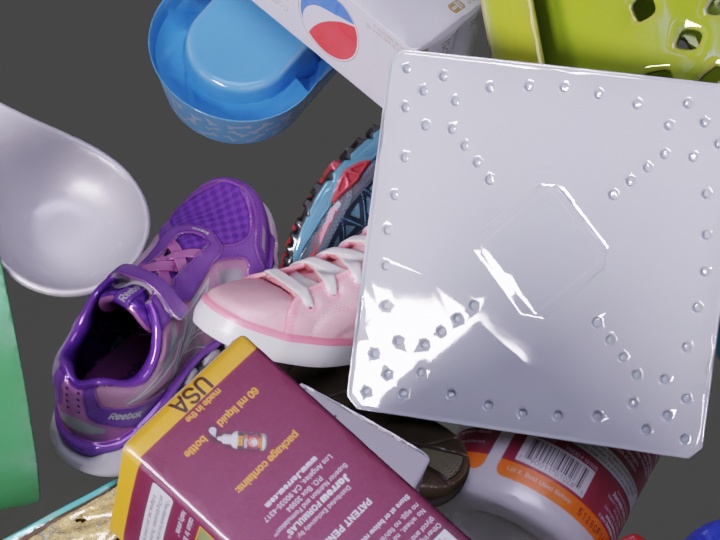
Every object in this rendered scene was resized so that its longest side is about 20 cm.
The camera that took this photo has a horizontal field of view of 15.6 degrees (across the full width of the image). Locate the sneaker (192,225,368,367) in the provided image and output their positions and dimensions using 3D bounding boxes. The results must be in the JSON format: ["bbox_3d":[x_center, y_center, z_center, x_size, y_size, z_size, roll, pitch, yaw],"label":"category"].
[{"bbox_3d":[0.000,0.000,1.505,0.200,0.105,0.075,5,17,-33],"label":"sneaker"}]

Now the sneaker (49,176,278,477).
[{"bbox_3d":[-0.116,0.020,1.518,0.080,0.089,0.200,21,63,23],"label":"sneaker"}]

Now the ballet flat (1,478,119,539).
[{"bbox_3d":[-0.114,0.132,1.454,0.200,0.071,0.071,-34,68,9],"label":"ballet flat"}]

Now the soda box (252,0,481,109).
[{"bbox_3d":[-0.022,-0.183,1.587,0.200,0.068,0.064,40,58,20],"label":"soda box"}]

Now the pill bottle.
[{"bbox_3d":[0.127,0.077,1.510,0.109,0.110,0.200,27,63,9],"label":"pill bottle"}]

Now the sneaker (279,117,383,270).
[{"bbox_3d":[0.033,-0.043,1.581,0.095,0.079,0.200,38,66,12],"label":"sneaker"}]

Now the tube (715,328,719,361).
[{"bbox_3d":[0.201,-0.032,1.615,0.077,0.050,0.200,-15,59,-21],"label":"tube"}]

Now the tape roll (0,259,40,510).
[{"bbox_3d":[-0.219,0.034,1.446,0.048,0.201,0.201,-10,64,-11],"label":"tape roll"}]

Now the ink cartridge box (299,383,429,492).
[{"bbox_3d":[-0.041,0.173,1.392,0.084,0.200,0.145,28,64,9],"label":"ink cartridge box"}]

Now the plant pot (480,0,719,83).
[{"bbox_3d":[0.170,-0.145,1.530,0.181,0.200,0.200,-12,78,10],"label":"plant pot"}]

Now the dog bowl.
[{"bbox_3d":[-0.051,-0.160,1.651,0.111,0.050,0.200,34,64,12],"label":"dog bowl"}]

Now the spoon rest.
[{"bbox_3d":[-0.214,-0.061,1.576,0.200,0.061,0.099,38,66,15],"label":"spoon rest"}]

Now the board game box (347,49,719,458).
[{"bbox_3d":[0.102,-0.011,1.430,0.199,0.026,0.201,8,92,16],"label":"board game box"}]

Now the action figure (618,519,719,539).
[{"bbox_3d":[0.183,0.180,1.482,0.200,0.099,0.065,-11,58,-45],"label":"action figure"}]

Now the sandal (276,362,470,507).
[{"bbox_3d":[-0.013,0.096,1.487,0.082,0.055,0.200,-27,36,-34],"label":"sandal"}]

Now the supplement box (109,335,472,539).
[{"bbox_3d":[-0.017,0.141,1.238,0.200,0.110,0.086,41,65,11],"label":"supplement box"}]
